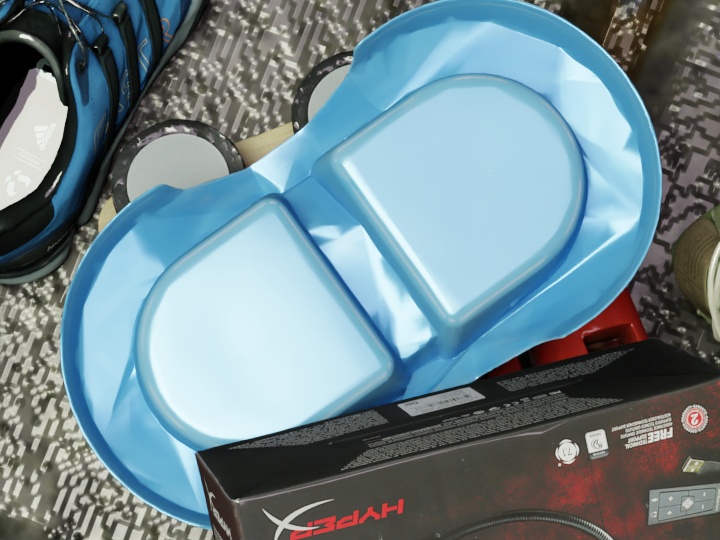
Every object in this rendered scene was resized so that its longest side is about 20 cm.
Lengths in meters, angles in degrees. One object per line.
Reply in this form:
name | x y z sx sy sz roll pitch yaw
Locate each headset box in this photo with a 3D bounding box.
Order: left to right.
headset box | 0.047 0.137 0.744 0.148 0.077 0.201 -12 99 -10

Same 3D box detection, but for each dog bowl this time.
dog bowl | 0.000 0.000 0.796 0.200 0.050 0.112 -36 84 -6

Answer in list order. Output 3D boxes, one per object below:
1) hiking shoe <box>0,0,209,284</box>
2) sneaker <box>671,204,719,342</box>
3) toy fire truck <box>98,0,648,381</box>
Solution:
hiking shoe | -0.095 -0.088 0.877 0.074 0.087 0.201 18 92 1
sneaker | 0.142 0.016 0.844 0.090 0.200 0.067 19 120 19
toy fire truck | 0.024 0.038 0.867 0.175 0.129 0.201 -21 72 -4
